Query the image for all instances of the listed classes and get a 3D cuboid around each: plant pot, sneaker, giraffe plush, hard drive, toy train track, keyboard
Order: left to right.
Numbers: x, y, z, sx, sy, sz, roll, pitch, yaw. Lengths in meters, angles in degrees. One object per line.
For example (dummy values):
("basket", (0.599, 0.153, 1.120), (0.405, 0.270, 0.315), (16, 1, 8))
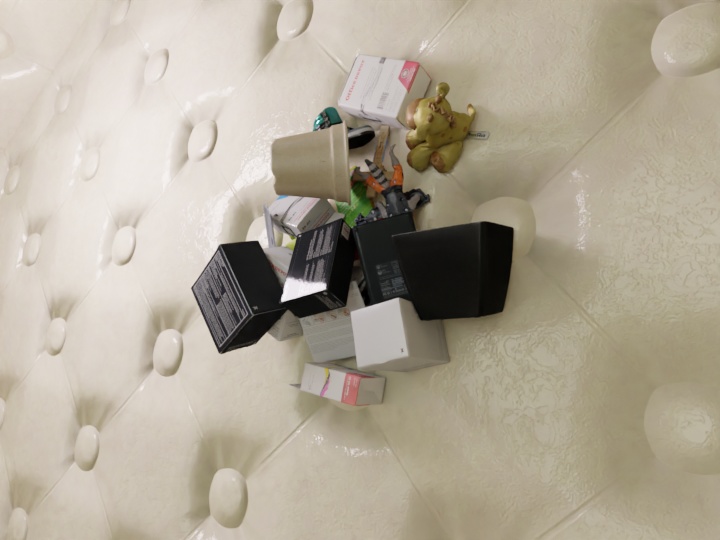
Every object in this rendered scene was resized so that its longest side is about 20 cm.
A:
("keyboard", (-0.237, -0.082, 1.387), (0.056, 0.011, 0.201), (49, 151, 41))
("plant pot", (-0.118, -0.253, 1.246), (0.182, 0.201, 0.202), (-3, 75, -2))
("sneaker", (-0.053, -0.380, 1.382), (0.199, 0.083, 0.122), (-12, 82, 32))
("sneaker", (0.000, 0.000, 1.257), (0.115, 0.075, 0.201), (46, 108, 30))
("toy train track", (0.048, -0.271, 1.314), (0.114, 0.033, 0.202), (5, 73, 24))
("hard drive", (0.071, -0.019, 1.169), (0.138, 0.033, 0.202), (-14, 92, 3))
("giraffe plush", (0.166, -0.326, 1.169), (0.199, 0.162, 0.174), (-8, 74, 32))
("plant pot", (0.200, 0.007, 1.061), (0.198, 0.199, 0.179), (-8, 85, 32))

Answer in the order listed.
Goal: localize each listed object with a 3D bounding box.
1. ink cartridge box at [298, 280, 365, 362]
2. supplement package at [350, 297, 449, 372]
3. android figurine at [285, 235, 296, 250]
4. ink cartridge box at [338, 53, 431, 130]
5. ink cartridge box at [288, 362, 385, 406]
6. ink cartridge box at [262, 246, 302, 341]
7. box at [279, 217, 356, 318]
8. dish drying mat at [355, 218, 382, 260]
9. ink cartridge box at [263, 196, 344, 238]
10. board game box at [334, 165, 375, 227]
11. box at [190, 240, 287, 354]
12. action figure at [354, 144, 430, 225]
("ink cartridge box", (-0.053, 0.122, 1.238), (0.199, 0.044, 0.175), (-16, 97, 30))
("supplement package", (0.087, 0.141, 1.091), (0.121, 0.200, 0.121), (-18, 70, 28))
("android figurine", (-0.136, -0.039, 1.379), (0.199, 0.041, 0.183), (-25, 66, 28))
("ink cartridge box", (0.058, -0.455, 1.320), (0.199, 0.085, 0.147), (25, 93, 33))
("ink cartridge box", (-0.057, 0.258, 1.209), (0.199, 0.116, 0.068), (6, 83, 34))
("ink cartridge box", (-0.205, 0.056, 1.341), (0.145, 0.084, 0.202), (29, 115, 35))
("box", (-0.092, -0.005, 1.193), (0.140, 0.079, 0.201), (-14, 49, 31))
("dish drying mat", (-0.016, -0.062, 1.258), (0.199, 0.018, 0.077), (-18, 81, 39))
("ink cartridge box", (-0.149, -0.146, 1.355), (0.199, 0.067, 0.116), (22, 66, 44))
("board game box", (-0.013, -0.165, 1.334), (0.095, 0.030, 0.201), (-29, 67, 23))
("box", (-0.299, 0.065, 1.286), (0.198, 0.123, 0.201), (-44, 67, 40))
("action figure", (0.051, -0.165, 1.218), (0.199, 0.105, 0.195), (-27, 94, 17))
